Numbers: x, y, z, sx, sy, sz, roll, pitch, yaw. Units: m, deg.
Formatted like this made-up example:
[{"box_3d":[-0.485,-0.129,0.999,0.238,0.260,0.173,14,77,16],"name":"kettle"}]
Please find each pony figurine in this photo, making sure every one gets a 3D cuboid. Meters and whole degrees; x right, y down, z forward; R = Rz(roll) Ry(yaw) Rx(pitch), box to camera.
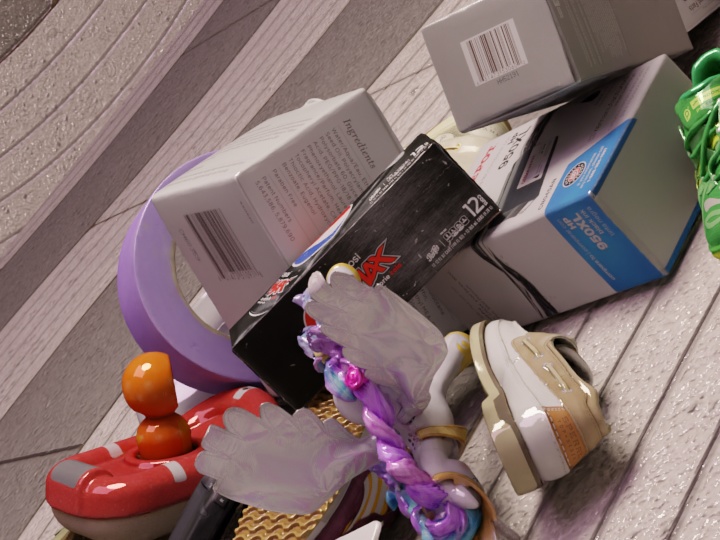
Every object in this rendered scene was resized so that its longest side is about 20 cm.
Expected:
[{"box_3d":[0.010,0.078,1.107,0.167,0.193,0.200,-51,22,20],"name":"pony figurine"}]

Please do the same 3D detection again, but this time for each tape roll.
[{"box_3d":[-0.103,0.003,1.525,0.200,0.200,0.085,-54,6,-21],"name":"tape roll"}]

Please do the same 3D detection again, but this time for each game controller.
[{"box_3d":[-0.130,0.224,1.324,0.201,0.042,0.104,-61,-5,9],"name":"game controller"}]

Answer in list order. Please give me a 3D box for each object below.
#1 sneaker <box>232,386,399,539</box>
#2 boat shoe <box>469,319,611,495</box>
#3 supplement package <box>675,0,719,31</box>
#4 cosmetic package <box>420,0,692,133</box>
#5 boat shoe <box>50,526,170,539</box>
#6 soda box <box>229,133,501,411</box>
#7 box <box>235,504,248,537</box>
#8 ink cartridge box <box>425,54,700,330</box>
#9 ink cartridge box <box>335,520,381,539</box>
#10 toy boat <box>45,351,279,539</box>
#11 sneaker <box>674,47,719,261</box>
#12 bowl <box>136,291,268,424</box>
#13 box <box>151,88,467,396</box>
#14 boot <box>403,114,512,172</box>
[{"box_3d":[-0.014,0.158,1.191,0.075,0.090,0.200,-8,32,33],"name":"sneaker"},{"box_3d":[0.113,0.077,1.118,0.068,0.075,0.200,-23,19,6],"name":"boat shoe"},{"box_3d":[0.175,-0.252,1.414,0.114,0.200,0.109,-33,3,34],"name":"supplement package"},{"box_3d":[0.144,-0.165,1.276,0.107,0.091,0.200,-22,-3,37],"name":"cosmetic package"},{"box_3d":[-0.214,0.219,1.556,0.201,0.073,0.063,-41,22,43],"name":"boat shoe"},{"box_3d":[0.000,0.000,1.241,0.200,0.071,0.063,-45,11,3],"name":"soda box"},{"box_3d":[-0.052,0.206,1.240,0.075,0.050,0.200,-40,19,22],"name":"box"},{"box_3d":[0.147,-0.047,1.262,0.200,0.084,0.145,-25,27,51],"name":"ink cartridge box"},{"box_3d":[-0.023,0.254,1.015,0.116,0.067,0.201,-32,28,40],"name":"ink cartridge box"},{"box_3d":[-0.154,0.128,1.416,0.199,0.132,0.130,-16,14,-36],"name":"toy boat"},{"box_3d":[0.230,-0.075,1.130,0.074,0.084,0.200,-38,20,25],"name":"sneaker"},{"box_3d":[-0.137,0.087,1.655,0.200,0.075,0.200,-49,17,0],"name":"bowl"},{"box_3d":[-0.034,-0.015,1.384,0.130,0.201,0.199,-36,12,-21],"name":"box"},{"box_3d":[0.042,-0.041,1.524,0.200,0.072,0.155,-36,23,30],"name":"boot"}]
